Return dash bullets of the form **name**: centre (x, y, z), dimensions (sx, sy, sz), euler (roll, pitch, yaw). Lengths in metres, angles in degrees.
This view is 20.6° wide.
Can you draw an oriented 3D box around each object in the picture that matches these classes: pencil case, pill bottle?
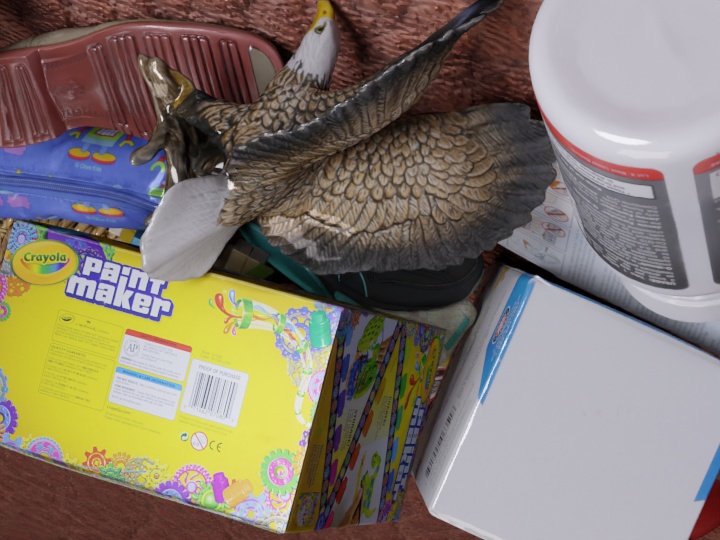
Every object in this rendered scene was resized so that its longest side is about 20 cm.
- **pencil case**: centre (-0.175, -0.062, 1.255), dimensions (0.199, 0.087, 0.079), euler (10, 118, 23)
- **pill bottle**: centre (0.148, -0.058, 0.915), dimensions (0.115, 0.116, 0.200), euler (12, 159, 20)

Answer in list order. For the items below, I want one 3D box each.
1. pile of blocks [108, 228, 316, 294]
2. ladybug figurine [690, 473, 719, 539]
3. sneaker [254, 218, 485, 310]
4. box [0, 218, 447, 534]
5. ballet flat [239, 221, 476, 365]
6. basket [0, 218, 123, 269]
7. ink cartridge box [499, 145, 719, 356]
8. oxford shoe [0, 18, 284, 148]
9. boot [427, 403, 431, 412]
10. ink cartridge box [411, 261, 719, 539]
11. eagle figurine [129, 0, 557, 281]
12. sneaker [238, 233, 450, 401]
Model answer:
- **pile of blocks**: centre (-0.097, -0.006, 1.271), dimensions (0.200, 0.062, 0.082), euler (38, -156, 31)
- **ladybug figurine**: centre (0.193, 0.154, 1.481), dimensions (0.199, 0.072, 0.136), euler (12, 158, 19)
- **sneaker**: centre (-0.013, -0.040, 1.166), dimensions (0.199, 0.076, 0.079), euler (26, 154, -7)
- **box**: centre (-0.082, 0.061, 1.118), dimensions (0.199, 0.123, 0.192), euler (15, 180, 19)
- **ballet flat**: centre (0.000, 0.000, 1.267), dimensions (0.200, 0.062, 0.068), euler (37, 165, 39)
- **basket**: centre (-0.225, 0.017, 1.417), dimensions (0.148, 0.144, 0.200), euler (27, 159, -19)
- **ink cartridge box**: centre (0.153, -0.029, 1.111), dimensions (0.199, 0.047, 0.160), euler (27, 162, 11)
- **oxford shoe**: centre (-0.132, -0.117, 1.123), dimensions (0.199, 0.075, 0.071), euler (-1, 117, 17)
- **boot**: centre (-0.029, 0.101, 1.559), dimensions (0.199, 0.074, 0.155), euler (28, 163, -14)
- **ink cartridge box**: centre (0.125, 0.091, 1.187), dimensions (0.144, 0.148, 0.200), euler (23, -178, -4)
- **eagle figurine**: centre (-0.014, -0.069, 0.998), dimensions (0.199, 0.152, 0.152), euler (7, -164, 21)
- **sneaker**: centre (-0.018, 0.024, 1.368), dimensions (0.199, 0.078, 0.082), euler (27, 138, -17)
